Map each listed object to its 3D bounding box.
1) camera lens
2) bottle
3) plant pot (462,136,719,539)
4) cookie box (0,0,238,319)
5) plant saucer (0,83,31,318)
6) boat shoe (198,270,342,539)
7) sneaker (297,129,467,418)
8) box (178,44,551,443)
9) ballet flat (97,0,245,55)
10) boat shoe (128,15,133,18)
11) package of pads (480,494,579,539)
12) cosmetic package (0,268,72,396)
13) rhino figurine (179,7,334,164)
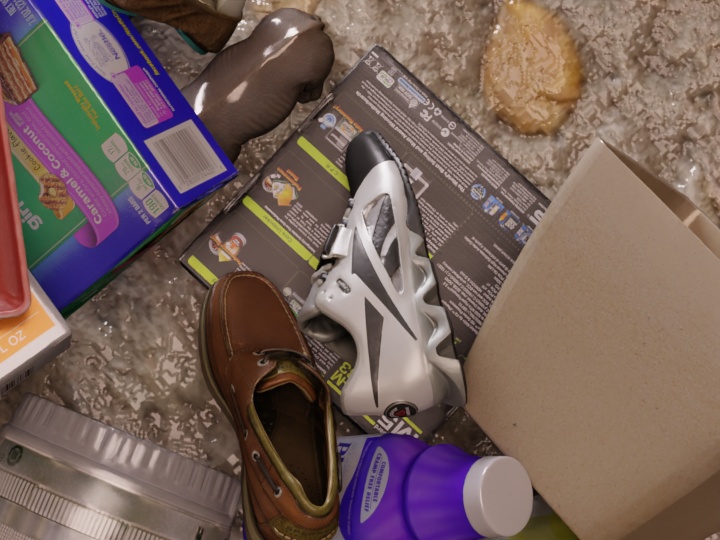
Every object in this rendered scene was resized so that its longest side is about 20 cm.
[{"bbox_3d":[-0.176,0.193,1.406,0.160,0.160,0.200,22,84,0],"label":"camera lens"},{"bbox_3d":[0.015,0.141,1.405,0.065,0.200,0.084,31,64,-38],"label":"bottle"},{"bbox_3d":[0.177,0.067,1.406,0.177,0.200,0.200,-47,66,11],"label":"plant pot"},{"bbox_3d":[-0.200,-0.064,1.418,0.200,0.075,0.171,-38,87,36],"label":"cookie box"},{"bbox_3d":[-0.298,-0.057,1.307,0.199,0.037,0.200,-8,82,-10],"label":"plant saucer"},{"bbox_3d":[-0.046,0.076,1.390,0.072,0.068,0.200,-4,57,-23],"label":"boat shoe"},{"bbox_3d":[0.000,0.000,1.398,0.088,0.074,0.200,-13,54,-2],"label":"sneaker"},{"bbox_3d":[0.018,-0.009,1.490,0.200,0.048,0.193,42,87,1],"label":"box"},{"bbox_3d":[-0.106,-0.181,1.418,0.072,0.200,0.068,-36,73,12],"label":"ballet flat"},{"bbox_3d":[-0.193,-0.251,1.495,0.072,0.072,0.200,-33,97,-9],"label":"boat shoe"},{"bbox_3d":[0.061,0.214,1.419,0.199,0.155,0.068,-18,108,-2],"label":"package of pads"},{"bbox_3d":[-0.266,-0.012,1.360,0.101,0.071,0.200,-36,87,-12],"label":"cosmetic package"},{"bbox_3d":[-0.094,-0.094,1.471,0.200,0.087,0.060,-41,87,-5],"label":"rhino figurine"}]
